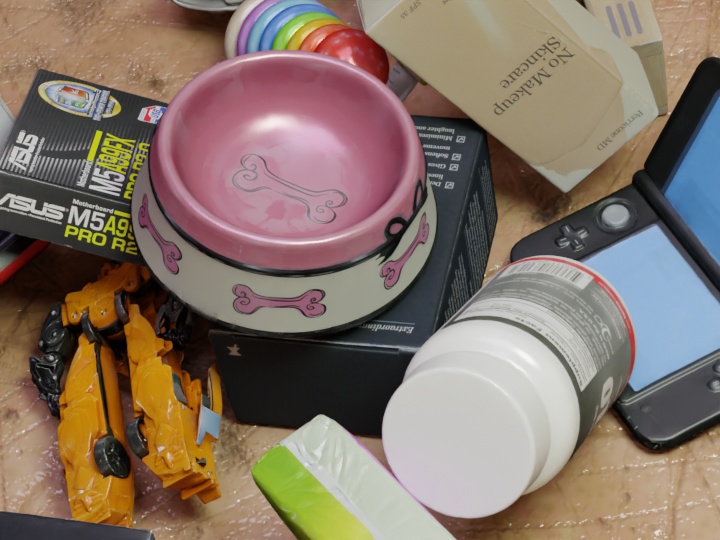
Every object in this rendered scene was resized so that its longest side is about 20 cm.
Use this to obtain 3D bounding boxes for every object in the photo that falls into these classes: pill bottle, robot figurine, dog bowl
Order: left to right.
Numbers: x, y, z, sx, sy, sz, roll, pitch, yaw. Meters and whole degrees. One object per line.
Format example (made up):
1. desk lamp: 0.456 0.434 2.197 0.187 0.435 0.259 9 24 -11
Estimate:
1. robot figurine: -0.152 0.078 1.654 0.145 0.058 0.200 -28 48 21
2. dog bowl: -0.047 -0.058 1.584 0.200 0.074 0.200 3 51 -3
3. pill bottle: 0.092 0.072 1.535 0.114 0.114 0.200 11 22 19

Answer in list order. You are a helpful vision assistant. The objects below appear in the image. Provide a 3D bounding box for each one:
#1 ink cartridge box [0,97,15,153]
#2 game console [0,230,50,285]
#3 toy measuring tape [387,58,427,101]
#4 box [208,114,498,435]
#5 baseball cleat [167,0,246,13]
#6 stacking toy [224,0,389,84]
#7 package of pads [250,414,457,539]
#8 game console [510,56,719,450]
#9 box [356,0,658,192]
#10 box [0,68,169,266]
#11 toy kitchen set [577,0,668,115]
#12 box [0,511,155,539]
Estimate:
1. ink cartridge box: -0.364 -0.080 1.759 0.200 0.084 0.145 -4 38 42
2. game console: -0.321 -0.005 1.726 0.200 0.172 0.119 -42 94 -21
3. toy measuring tape: 0.054 -0.158 1.756 0.074 0.200 0.074 19 42 -18
4. box: 0.000 0.000 1.670 0.148 0.107 0.200 5 53 14
5. baseball cleat: -0.051 -0.231 1.871 0.200 0.070 0.106 -17 19 8
6. stacking toy: -0.029 -0.152 1.749 0.085 0.085 0.200 -30 18 -13
7. package of pads: 0.035 0.191 1.484 0.068 0.155 0.200 -41 56 -7
8. game console: 0.211 -0.013 1.635 0.176 0.116 0.200 -26 52 -10
9. box: 0.098 -0.151 1.659 0.095 0.200 0.078 -42 32 22
10. box: -0.163 -0.067 1.705 0.160 0.044 0.200 16 23 -5
11. toy kitchen set: 0.099 -0.208 1.778 0.200 0.163 0.181 -13 51 1
12. box: -0.165 0.255 1.442 0.104 0.200 0.148 6 53 15
